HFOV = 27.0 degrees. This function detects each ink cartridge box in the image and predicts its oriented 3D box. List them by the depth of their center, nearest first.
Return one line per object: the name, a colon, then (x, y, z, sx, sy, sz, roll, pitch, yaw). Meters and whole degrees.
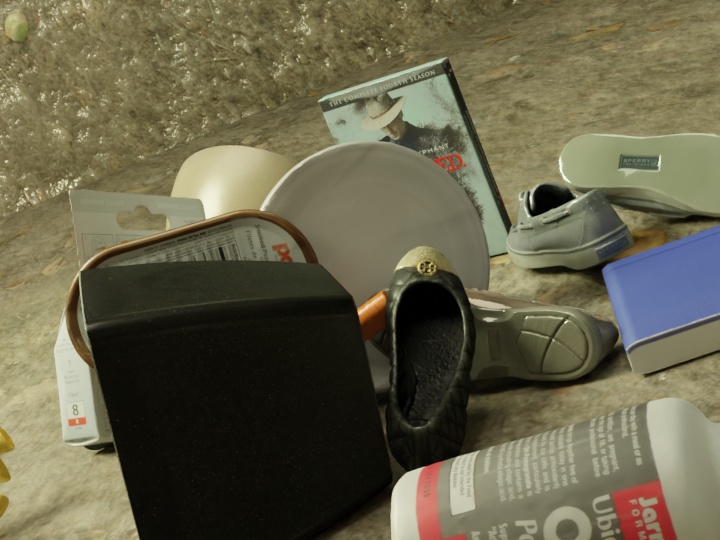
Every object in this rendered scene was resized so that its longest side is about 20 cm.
ink cartridge box: (-0.185, 0.039, 1.240, 0.050, 0.200, 0.162, -16, -10, 35)

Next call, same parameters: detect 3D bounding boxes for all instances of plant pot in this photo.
plant pot: (-0.085, 0.092, 1.045, 0.177, 0.200, 0.200, -13, 12, -9)
plant pot: (-0.113, -0.009, 1.491, 0.200, 0.200, 0.135, -10, 46, 40)

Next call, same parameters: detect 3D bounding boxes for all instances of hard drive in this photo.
hard drive: (0.254, 0.014, 1.124, 0.132, 0.025, 0.200, -20, 14, 9)

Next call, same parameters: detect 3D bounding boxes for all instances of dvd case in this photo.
dvd case: (0.057, -0.096, 1.476, 0.146, 0.200, 0.022, -13, 16, 30)

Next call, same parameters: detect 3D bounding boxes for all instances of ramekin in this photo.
ramekin: (0.000, 0.000, 1.236, 0.202, 0.203, 0.094, -25, 2, -11)

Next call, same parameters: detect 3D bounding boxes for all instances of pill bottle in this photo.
pill bottle: (0.124, 0.126, 0.726, 0.200, 0.111, 0.111, -19, 14, 16)

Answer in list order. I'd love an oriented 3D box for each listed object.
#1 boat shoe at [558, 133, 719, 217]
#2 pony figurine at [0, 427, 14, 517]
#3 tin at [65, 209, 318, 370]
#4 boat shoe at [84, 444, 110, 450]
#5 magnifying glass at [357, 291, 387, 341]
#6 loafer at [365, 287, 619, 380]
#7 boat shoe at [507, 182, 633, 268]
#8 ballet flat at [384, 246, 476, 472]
boat shoe: (0.278, -0.083, 1.335, 0.200, 0.070, 0.071, 10, -8, 29)
pony figurine: (-0.384, 0.179, 1.223, 0.200, 0.167, 0.193, -37, 48, -1)
tin: (-0.127, 0.021, 1.151, 0.200, 0.112, 0.042, -17, 2, -4)
boat shoe: (-0.229, 0.074, 1.398, 0.057, 0.069, 0.200, -40, 34, 44)
magnifying glass: (-0.054, 0.084, 1.154, 0.200, 0.080, 0.022, -38, 38, 10)
loafer: (0.098, 0.047, 1.139, 0.200, 0.072, 0.063, 6, 10, 33)
boat shoe: (0.176, -0.046, 1.324, 0.070, 0.072, 0.201, -25, 8, -13)
ballet flat: (0.050, 0.055, 1.055, 0.066, 0.057, 0.200, 1, 47, 0)
